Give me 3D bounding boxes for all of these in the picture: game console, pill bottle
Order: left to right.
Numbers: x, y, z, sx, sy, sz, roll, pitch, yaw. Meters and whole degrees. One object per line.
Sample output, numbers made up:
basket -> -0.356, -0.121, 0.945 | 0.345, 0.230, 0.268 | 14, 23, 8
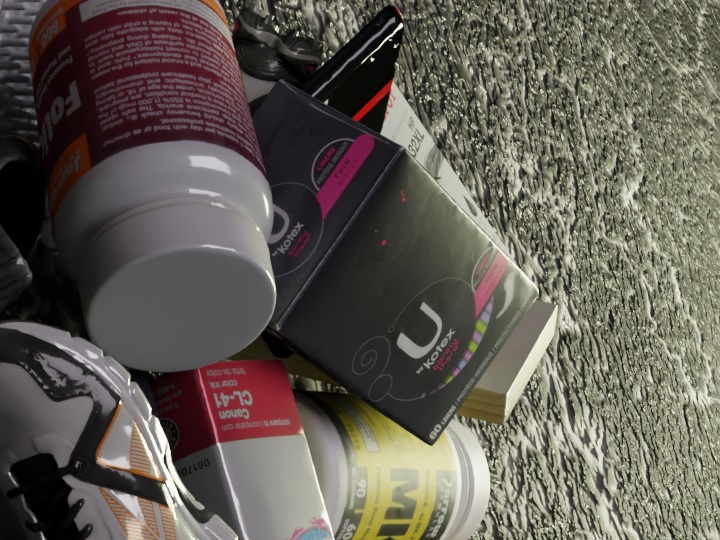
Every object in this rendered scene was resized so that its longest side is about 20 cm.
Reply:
pill bottle -> -0.108, -0.055, 0.926 | 0.114, 0.114, 0.201 | 33, 31, -43
game console -> -0.052, -0.063, 1.103 | 0.031, 0.177, 0.200 | 41, 71, 12
pill bottle -> -0.006, 0.136, 1.143 | 0.199, 0.114, 0.115 | 9, 61, -55

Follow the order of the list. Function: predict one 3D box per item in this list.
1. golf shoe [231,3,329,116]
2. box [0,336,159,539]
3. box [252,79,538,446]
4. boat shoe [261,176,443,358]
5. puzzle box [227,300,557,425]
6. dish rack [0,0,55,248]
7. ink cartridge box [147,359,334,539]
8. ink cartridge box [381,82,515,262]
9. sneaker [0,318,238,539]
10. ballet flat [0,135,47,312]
golf shoe -> -0.055, -0.113, 1.181 | 0.077, 0.089, 0.200 | 28, 2, 15
box -> -0.182, 0.143, 0.847 | 0.196, 0.123, 0.202 | 1, 67, -56
box -> 0.000, 0.000, 1.036 | 0.106, 0.123, 0.200 | 32, -4, 36
boat shoe -> -0.004, -0.002, 1.180 | 0.199, 0.074, 0.067 | -35, 106, -48
puzzle box -> 0.022, 0.040, 1.199 | 0.133, 0.198, 0.026 | -50, 148, -56
dish rack -> -0.190, -0.131, 1.026 | 0.172, 0.043, 0.202 | 68, 31, -64
ink cartridge box -> -0.090, 0.165, 0.955 | 0.085, 0.147, 0.202 | 7, 62, -55
ink cartridge box -> 0.021, -0.030, 1.335 | 0.201, 0.083, 0.146 | 54, 32, -19
sneaker -> -0.116, 0.108, 0.786 | 0.201, 0.073, 0.080 | 53, 33, -20
ballet flat -> -0.174, -0.019, 0.881 | 0.200, 0.056, 0.067 | -93, 166, -68
